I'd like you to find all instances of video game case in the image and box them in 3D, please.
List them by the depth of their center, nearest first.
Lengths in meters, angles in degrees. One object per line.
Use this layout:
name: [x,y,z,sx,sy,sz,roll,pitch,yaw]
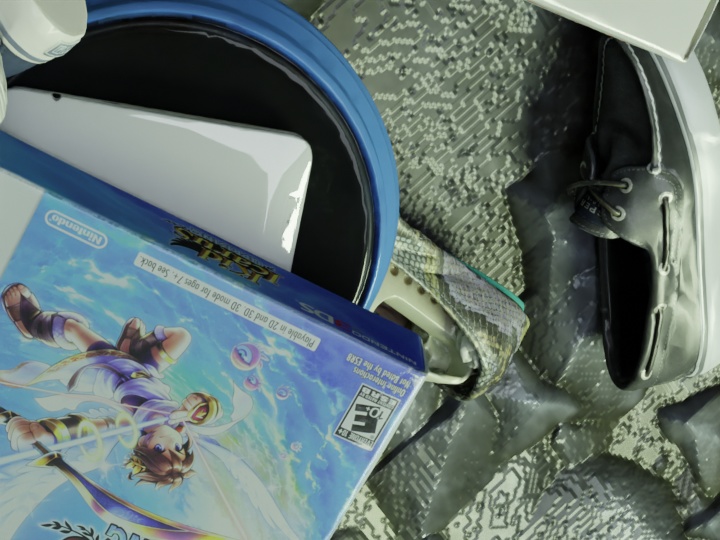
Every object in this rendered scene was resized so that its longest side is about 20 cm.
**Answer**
video game case: [-0.102,0.067,0.894,0.199,0.045,0.182,26,108,-13]

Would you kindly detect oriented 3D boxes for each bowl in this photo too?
bowl: [-0.082,-0.023,0.920,0.199,0.039,0.202,-1,111,-3]

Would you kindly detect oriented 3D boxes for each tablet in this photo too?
tablet: [-0.100,0.029,0.911,0.129,0.014,0.201,9,109,-7]

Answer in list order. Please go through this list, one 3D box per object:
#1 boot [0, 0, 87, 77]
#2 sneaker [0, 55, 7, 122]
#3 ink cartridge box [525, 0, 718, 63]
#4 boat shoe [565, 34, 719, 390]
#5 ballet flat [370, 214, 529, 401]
boot: [-0.191,-0.156,0.841,0.090,0.073,0.201,-24,99,20]
sneaker: [-0.180,-0.100,0.729,0.079,0.199,0.130,-2,105,20]
ink cartridge box: [0.042,-0.163,0.879,0.146,0.200,0.083,18,100,-30]
boat shoe: [0.131,-0.029,1.057,0.066,0.070,0.201,-23,125,-20]
ballet flat: [0.000,0.000,0.990,0.200,0.072,0.072,37,89,-33]
